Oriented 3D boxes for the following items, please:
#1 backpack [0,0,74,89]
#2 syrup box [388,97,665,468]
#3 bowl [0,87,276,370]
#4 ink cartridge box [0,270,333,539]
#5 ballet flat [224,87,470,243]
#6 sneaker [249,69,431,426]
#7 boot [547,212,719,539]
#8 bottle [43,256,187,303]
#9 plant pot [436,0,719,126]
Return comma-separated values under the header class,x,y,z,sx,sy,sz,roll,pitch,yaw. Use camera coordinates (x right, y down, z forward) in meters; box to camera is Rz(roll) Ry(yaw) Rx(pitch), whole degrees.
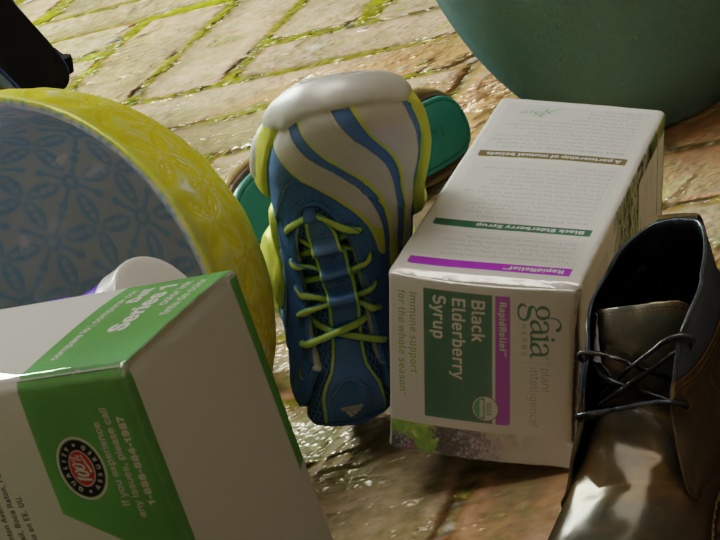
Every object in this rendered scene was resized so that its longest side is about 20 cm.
class,x,y,z,sx,sy,sz,roll,pitch,yaw
backpack,-0.324,-0.122,1.714,0.199,0.183,0.135,-27,31,24
syrup box,0.073,0.000,1.057,0.081,0.079,0.200,6,25,16
bowl,-0.107,0.011,1.067,0.199,0.202,0.108,-7,14,34
ink cartridge box,-0.120,0.092,0.908,0.199,0.146,0.084,-9,20,31
ballet flat,-0.019,-0.044,1.347,0.063,0.069,0.199,-14,7,45
sneaker,0.000,0.000,1.038,0.075,0.106,0.200,-11,-23,-6
boot,0.087,0.060,0.863,0.074,0.098,0.200,-8,21,32
bottle,-0.134,0.065,0.995,0.200,0.084,0.065,-41,8,36
plant pot,0.139,-0.151,1.362,0.199,0.136,0.200,-17,18,6
